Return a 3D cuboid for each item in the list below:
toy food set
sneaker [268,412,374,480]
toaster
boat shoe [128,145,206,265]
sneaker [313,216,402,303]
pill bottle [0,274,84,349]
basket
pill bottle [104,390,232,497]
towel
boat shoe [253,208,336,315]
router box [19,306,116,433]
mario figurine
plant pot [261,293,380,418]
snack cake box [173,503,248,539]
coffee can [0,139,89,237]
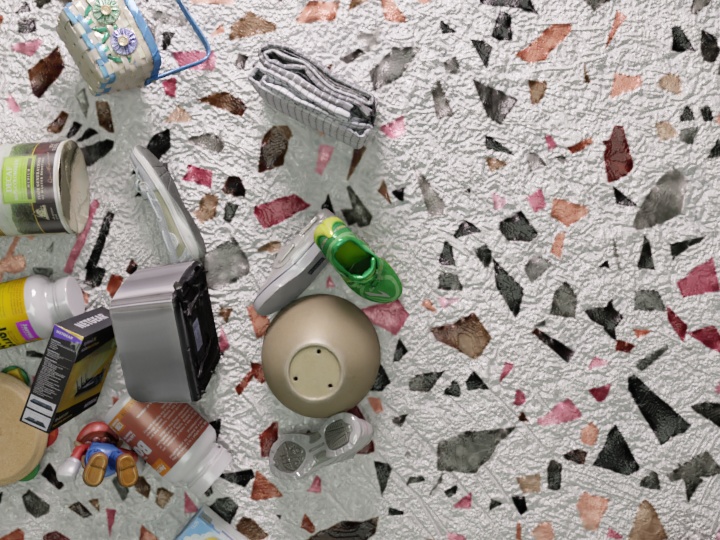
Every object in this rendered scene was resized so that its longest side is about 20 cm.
[{"bbox_3d":[-0.607,0.264,1.572,0.196,0.049,0.202,-19,95,4],"label":"toy food set"},{"bbox_3d":[-0.059,0.294,1.543,0.198,0.099,0.079,-24,66,28],"label":"sneaker"},{"bbox_3d":[-0.294,0.086,1.459,0.117,0.181,0.203,-6,109,5],"label":"toaster"},{"bbox_3d":[-0.318,-0.101,1.510,0.064,0.075,0.204,-27,103,6],"label":"boat shoe"},{"bbox_3d":[0.000,0.000,1.476,0.074,0.084,0.200,-44,129,6],"label":"sneaker"},{"bbox_3d":[-0.551,0.067,1.519,0.197,0.104,0.106,-13,96,4],"label":"pill bottle"},{"bbox_3d":[-0.349,-0.367,1.456,0.199,0.139,0.178,-35,96,-29],"label":"basket"},{"bbox_3d":[-0.307,0.267,1.530,0.200,0.112,0.112,44,96,-3],"label":"pill bottle"},{"bbox_3d":[-0.064,-0.268,1.437,0.198,0.166,0.086,26,91,-1],"label":"towel"},{"bbox_3d":[-0.106,-0.015,1.516,0.200,0.072,0.066,-47,64,10],"label":"boat shoe"},{"bbox_3d":[-0.443,0.150,1.477,0.052,0.200,0.159,22,97,2],"label":"router box"},{"bbox_3d":[-0.407,0.314,1.499,0.123,0.200,0.106,45,76,-17],"label":"mario figurine"},{"bbox_3d":[-0.066,0.146,1.498,0.197,0.134,0.203,0,96,1],"label":"plant pot"},{"bbox_3d":[-0.285,0.507,1.579,0.115,0.067,0.201,39,96,-3],"label":"snack cake box"},{"bbox_3d":[-0.541,-0.125,1.477,0.197,0.146,0.149,-3,96,2],"label":"coffee can"}]
